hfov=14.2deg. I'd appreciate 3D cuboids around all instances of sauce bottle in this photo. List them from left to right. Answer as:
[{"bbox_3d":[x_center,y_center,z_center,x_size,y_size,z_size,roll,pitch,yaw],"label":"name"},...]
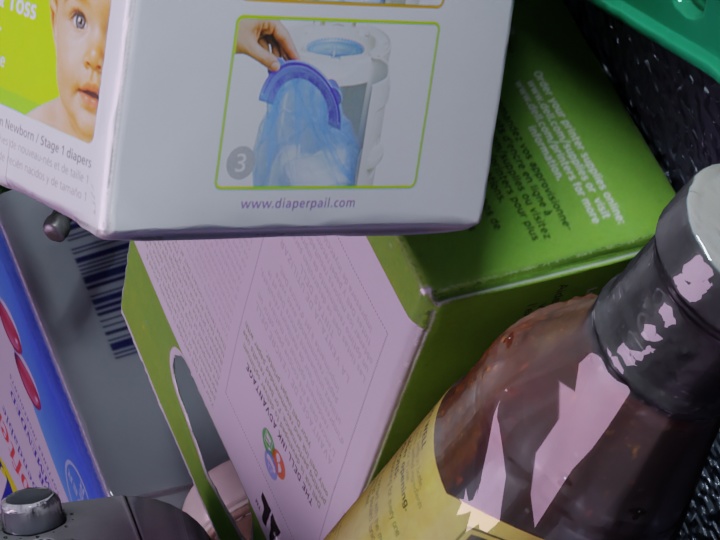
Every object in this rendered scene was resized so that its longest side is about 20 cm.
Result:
[{"bbox_3d":[0.041,0.051,0.678,0.200,0.066,0.066,-55,52,44],"label":"sauce bottle"}]

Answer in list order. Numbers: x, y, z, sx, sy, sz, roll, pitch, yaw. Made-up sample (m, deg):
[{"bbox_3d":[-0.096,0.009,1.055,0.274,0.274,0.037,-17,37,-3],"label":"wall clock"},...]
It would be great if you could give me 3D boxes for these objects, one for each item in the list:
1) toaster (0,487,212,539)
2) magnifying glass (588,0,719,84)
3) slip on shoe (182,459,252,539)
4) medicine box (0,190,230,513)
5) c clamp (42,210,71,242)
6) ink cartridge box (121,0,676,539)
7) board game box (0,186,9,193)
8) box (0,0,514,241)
[{"bbox_3d":[-0.073,0.165,0.788,0.129,0.113,0.201,-140,43,-78],"label":"toaster"},{"bbox_3d":[0.079,-0.060,0.620,0.080,0.022,0.201,95,154,-49],"label":"magnifying glass"},{"bbox_3d":[-0.016,0.134,0.978,0.201,0.076,0.061,87,162,-49],"label":"slip on shoe"},{"bbox_3d":[-0.082,0.045,1.060,0.200,0.102,0.183,105,144,-58],"label":"medicine box"},{"bbox_3d":[-0.101,-0.140,0.908,0.201,0.027,0.171,64,-148,-35],"label":"c clamp"},{"bbox_3d":[0.000,0.000,0.787,0.200,0.075,0.148,107,143,-52],"label":"ink cartridge box"},{"bbox_3d":[-0.149,-0.115,0.836,0.153,0.040,0.201,180,71,-82],"label":"board game box"},{"bbox_3d":[-0.030,-0.118,0.630,0.112,0.101,0.201,25,111,50],"label":"box"}]
